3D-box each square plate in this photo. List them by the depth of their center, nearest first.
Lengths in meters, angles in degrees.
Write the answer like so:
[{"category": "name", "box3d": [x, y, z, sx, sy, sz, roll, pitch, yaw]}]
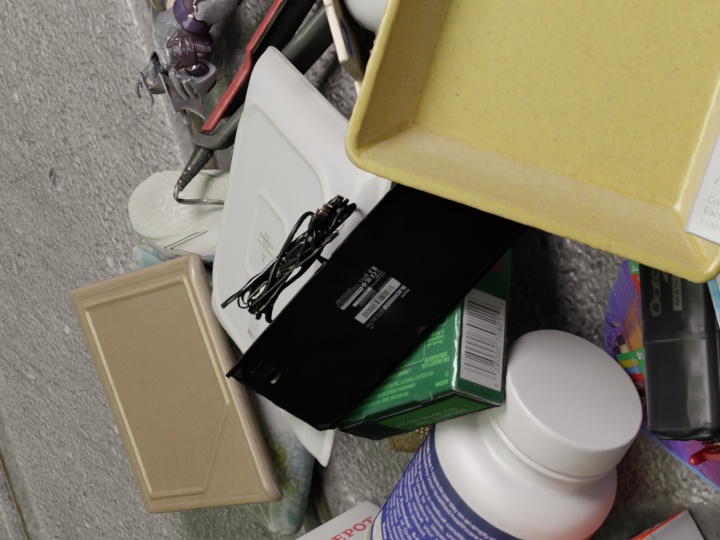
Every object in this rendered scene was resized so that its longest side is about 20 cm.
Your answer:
[{"category": "square plate", "box3d": [-0.048, -0.013, 1.028, 0.200, 0.028, 0.200, 50, 133, 53]}]

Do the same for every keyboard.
[{"category": "keyboard", "box3d": [0.000, 0.000, 0.928, 0.104, 0.040, 0.200, 33, 119, -18]}]

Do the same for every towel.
[{"category": "towel", "box3d": [-0.105, 0.082, 1.250, 0.199, 0.048, 0.173, 30, 127, 35]}]

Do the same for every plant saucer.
[{"category": "plant saucer", "box3d": [0.113, -0.120, 0.819, 0.198, 0.048, 0.202, 18, 98, 2]}]

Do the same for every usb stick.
[{"category": "usb stick", "box3d": [0.175, -0.006, 0.900, 0.055, 0.032, 0.202, -11, 80, 55]}]

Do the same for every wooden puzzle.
[{"category": "wooden puzzle", "box3d": [-0.136, 0.087, 1.228, 0.199, 0.037, 0.187, -13, 97, 53]}]

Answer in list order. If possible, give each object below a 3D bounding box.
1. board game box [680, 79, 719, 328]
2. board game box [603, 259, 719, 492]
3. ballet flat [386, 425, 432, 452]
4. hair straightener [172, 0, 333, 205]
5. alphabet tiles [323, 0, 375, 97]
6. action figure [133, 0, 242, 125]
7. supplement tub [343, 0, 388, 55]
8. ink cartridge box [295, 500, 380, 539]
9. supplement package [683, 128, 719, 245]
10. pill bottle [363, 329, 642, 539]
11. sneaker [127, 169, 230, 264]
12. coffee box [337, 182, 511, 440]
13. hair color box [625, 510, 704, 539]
[{"category": "board game box", "box3d": [0.239, -0.010, 0.819, 0.134, 0.034, 0.202, -19, 80, 33]}, {"category": "board game box", "box3d": [0.207, 0.063, 0.921, 0.200, 0.039, 0.159, 38, 128, 30]}, {"category": "ballet flat", "box3d": [0.003, 0.034, 1.083, 0.065, 0.070, 0.202, -22, 95, 28]}, {"category": "hair straightener", "box3d": [-0.061, -0.111, 1.100, 0.200, 0.041, 0.077, -50, 65, 23]}, {"category": "alphabet tiles", "box3d": [-0.009, -0.162, 0.971, 0.007, 0.167, 0.202, -16, 79, 9]}, {"category": "action figure", "box3d": [-0.109, -0.189, 1.130, 0.200, 0.069, 0.131, -50, 52, 36]}, {"category": "supplement tub", "box3d": [0.051, -0.213, 0.907, 0.144, 0.144, 0.202, -1, 104, 46]}, {"category": "ink cartridge box", "box3d": [0.023, 0.257, 1.106, 0.199, 0.145, 0.088, 26, 123, 37]}, {"category": "supplement package", "box3d": [0.241, -0.092, 0.729, 0.113, 0.109, 0.202, 23, 101, 29]}, {"category": "pill bottle", "box3d": [0.088, 0.136, 1.013, 0.120, 0.119, 0.201, 48, 134, 22]}, {"category": "sneaker", "box3d": [-0.073, -0.034, 1.171, 0.198, 0.072, 0.073, 9, 83, 32]}, {"category": "coffee box", "box3d": [0.040, -0.008, 0.996, 0.123, 0.044, 0.202, -23, 56, 50]}, {"category": "hair color box", "box3d": [0.138, 0.224, 0.935, 0.061, 0.199, 0.102, -40, 76, 46]}]
